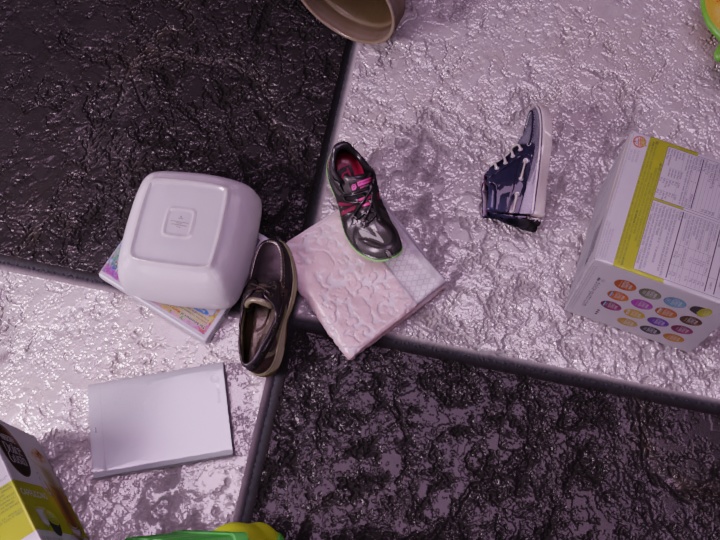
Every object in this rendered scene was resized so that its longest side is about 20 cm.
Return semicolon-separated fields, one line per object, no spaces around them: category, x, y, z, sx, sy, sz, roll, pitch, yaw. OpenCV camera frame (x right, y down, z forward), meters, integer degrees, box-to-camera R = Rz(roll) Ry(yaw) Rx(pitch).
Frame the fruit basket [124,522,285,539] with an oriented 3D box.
fruit basket;-0.190;0.394;1.204;0.211;0.216;0.158;6;71;3

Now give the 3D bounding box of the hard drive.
hard drive;-0.283;0.212;1.331;0.196;0.026;0.134;-9;71;-2

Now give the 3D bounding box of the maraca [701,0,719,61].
maraca;0.606;-0.399;1.473;0.134;0.107;0.204;-1;71;9

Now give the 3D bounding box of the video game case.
video game case;-0.262;-0.017;1.411;0.198;0.024;0.184;30;74;10

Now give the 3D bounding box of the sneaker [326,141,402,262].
sneaker;-0.002;-0.101;1.372;0.076;0.084;0.202;-25;70;-8

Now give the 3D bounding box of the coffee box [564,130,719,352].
coffee box;0.421;-0.034;1.310;0.195;0.200;0.203;19;71;7

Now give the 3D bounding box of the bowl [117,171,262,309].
bowl;-0.255;-0.056;1.365;0.196;0.075;0.203;8;69;11

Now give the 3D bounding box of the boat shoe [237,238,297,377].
boat shoe;-0.136;0.048;1.350;0.072;0.065;0.204;-2;76;18

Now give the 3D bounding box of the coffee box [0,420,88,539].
coffee box;-0.493;0.328;1.195;0.198;0.200;0.199;-31;73;-9

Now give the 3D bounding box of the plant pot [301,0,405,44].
plant pot;0.009;-0.493;1.478;0.198;0.201;0.175;28;72;10

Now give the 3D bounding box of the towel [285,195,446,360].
towel;0.000;0.000;1.396;0.190;0.032;0.201;-35;73;-10

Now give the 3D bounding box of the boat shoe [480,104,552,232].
boat shoe;0.235;-0.163;1.423;0.091;0.075;0.204;9;72;-4
